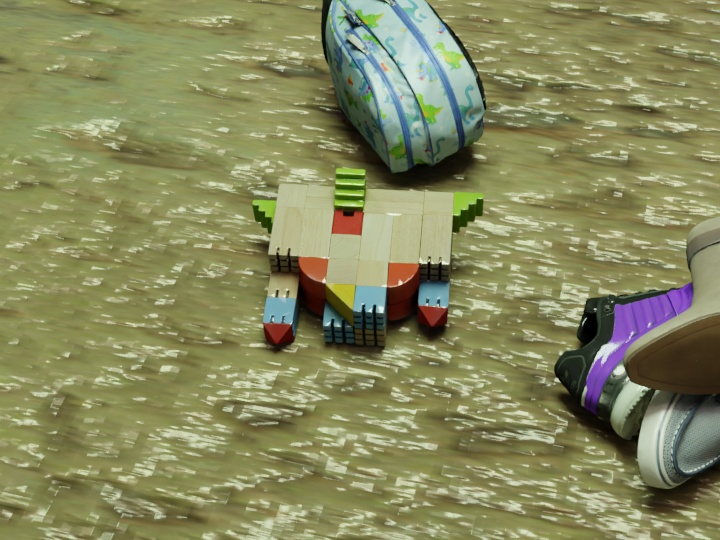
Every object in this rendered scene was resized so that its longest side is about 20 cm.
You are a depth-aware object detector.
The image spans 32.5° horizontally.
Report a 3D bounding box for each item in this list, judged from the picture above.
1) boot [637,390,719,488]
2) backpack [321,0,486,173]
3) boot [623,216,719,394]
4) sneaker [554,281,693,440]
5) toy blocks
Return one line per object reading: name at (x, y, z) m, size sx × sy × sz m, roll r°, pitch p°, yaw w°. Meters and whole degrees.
boot at (0.289, 0.093, 0.914) m, size 0.090 × 0.073 × 0.200 m, roll 2°, pitch 34°, yaw 47°
backpack at (0.039, -0.187, 1.181) m, size 0.154 × 0.163 × 0.200 m, roll -37°, pitch 61°, yaw -22°
boot at (0.275, 0.015, 0.924) m, size 0.200 × 0.070 × 0.146 m, roll -8°, pitch 35°, yaw -4°
sneaker at (0.229, 0.042, 0.990) m, size 0.099 × 0.070 × 0.200 m, roll 31°, pitch 51°, yaw 31°
toy blocks at (0.000, 0.000, 1.030) m, size 0.200 × 0.100 × 0.137 m, roll 3°, pitch 55°, yaw 4°
